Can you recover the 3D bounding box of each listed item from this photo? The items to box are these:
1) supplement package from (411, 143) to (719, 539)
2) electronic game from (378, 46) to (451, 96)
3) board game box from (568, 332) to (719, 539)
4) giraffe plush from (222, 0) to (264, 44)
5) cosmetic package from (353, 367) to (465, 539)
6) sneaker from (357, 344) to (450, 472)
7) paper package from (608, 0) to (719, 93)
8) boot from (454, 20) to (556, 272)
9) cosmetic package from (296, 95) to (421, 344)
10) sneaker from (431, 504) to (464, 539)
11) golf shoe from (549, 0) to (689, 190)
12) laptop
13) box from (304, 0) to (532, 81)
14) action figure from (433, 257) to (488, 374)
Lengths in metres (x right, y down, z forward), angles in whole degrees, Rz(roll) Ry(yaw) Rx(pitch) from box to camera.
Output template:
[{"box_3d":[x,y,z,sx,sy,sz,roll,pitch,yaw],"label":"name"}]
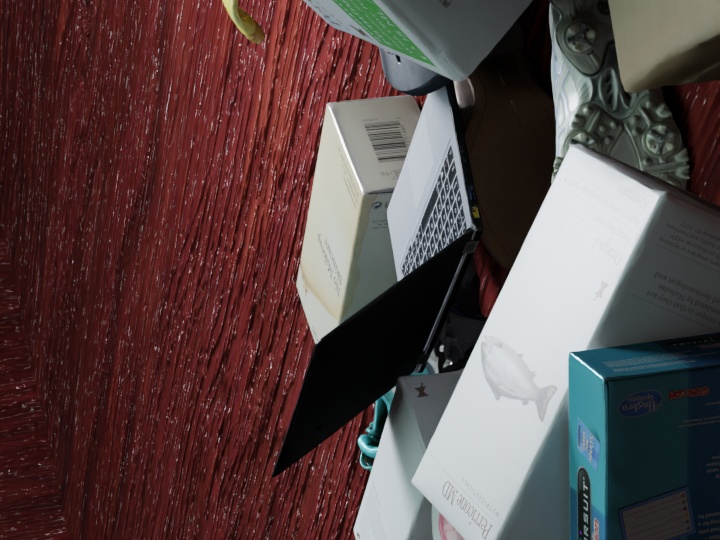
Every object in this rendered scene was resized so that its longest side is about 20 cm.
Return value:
[{"box_3d":[0.132,0.057,1.181,0.201,0.117,0.117,-65,24,7],"label":"supplement package"},{"box_3d":[0.067,-0.202,1.449,0.200,0.042,0.200,-51,26,37],"label":"electronic game"},{"box_3d":[0.177,0.131,1.126,0.047,0.150,0.201,-139,46,-67],"label":"board game box"},{"box_3d":[-0.038,-0.279,1.716,0.162,0.200,0.173,-26,103,48],"label":"giraffe plush"},{"box_3d":[0.069,0.149,1.570,0.200,0.112,0.081,103,155,-54],"label":"cosmetic package"},{"box_3d":[0.037,0.130,1.702,0.078,0.079,0.201,-125,19,-57],"label":"sneaker"},{"box_3d":[0.181,-0.198,1.077,0.191,0.103,0.201,155,107,-72],"label":"paper package"},{"box_3d":[0.081,-0.102,1.531,0.146,0.070,0.201,-163,68,-79],"label":"boot"},{"box_3d":[0.008,-0.025,1.778,0.200,0.073,0.104,102,155,-44],"label":"cosmetic package"},{"box_3d":[0.106,0.102,1.409,0.105,0.075,0.201,-18,52,67],"label":"sneaker"},{"box_3d":[0.144,-0.085,1.335,0.097,0.078,0.201,-70,-21,-89],"label":"golf shoe"},{"box_3d":[0.000,0.000,1.479,0.187,0.115,0.201,110,154,-58],"label":"laptop"},{"box_3d":[0.020,-0.250,1.275,0.199,0.200,0.171,42,176,-29],"label":"box"},{"box_3d":[0.064,0.001,1.609,0.130,0.069,0.201,93,167,-55],"label":"action figure"}]
